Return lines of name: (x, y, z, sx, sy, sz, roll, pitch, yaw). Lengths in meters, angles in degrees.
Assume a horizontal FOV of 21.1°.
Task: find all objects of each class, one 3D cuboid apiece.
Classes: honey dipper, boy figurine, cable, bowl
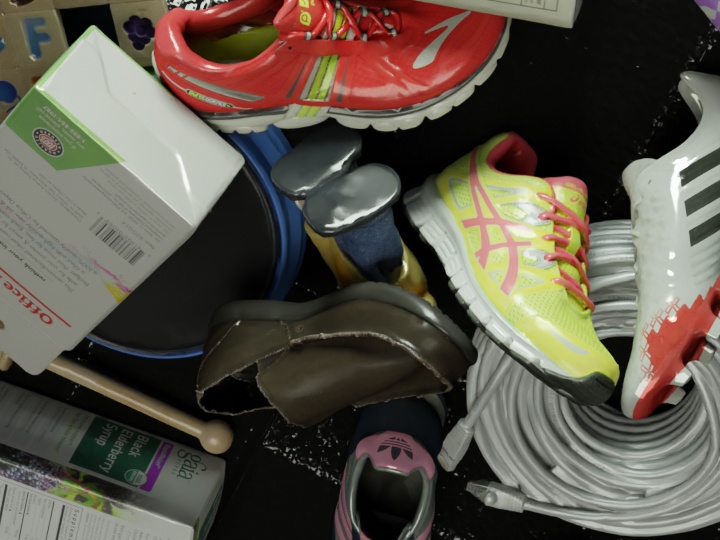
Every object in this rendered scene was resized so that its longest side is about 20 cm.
honey dipper: (-0.174, 0.071, 1.259, 0.199, 0.038, 0.038, 25, 123, -6)
boy figurine: (0.000, 0.000, 1.129, 0.064, 0.124, 0.201, -32, 147, -13)
cable: (0.162, 0.068, 1.146, 0.198, 0.069, 0.201, 19, 121, 3)
bowl: (-0.131, -0.034, 1.180, 0.198, 0.039, 0.202, 6, 121, 11)

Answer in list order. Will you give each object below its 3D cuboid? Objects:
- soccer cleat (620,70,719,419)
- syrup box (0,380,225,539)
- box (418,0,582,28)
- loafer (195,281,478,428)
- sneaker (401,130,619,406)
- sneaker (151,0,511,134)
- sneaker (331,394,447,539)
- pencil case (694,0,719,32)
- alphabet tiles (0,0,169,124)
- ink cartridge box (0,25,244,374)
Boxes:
soccer cleat: (0.171, -0.016, 1.045, 0.085, 0.201, 0.069, 24, 168, 12)
syrup box: (-0.197, 0.143, 1.278, 0.198, 0.079, 0.082, 18, 122, 4)
box: (0.027, -0.199, 1.017, 0.198, 0.078, 0.096, 12, 122, 7)
loafer: (-0.018, 0.058, 1.080, 0.199, 0.072, 0.073, -7, 139, 47)
sneaker: (0.095, -0.010, 1.057, 0.090, 0.201, 0.078, -42, 135, 10)
sneaker: (-0.018, -0.123, 1.042, 0.198, 0.078, 0.085, -10, 149, 9)
sneaker: (0.011, 0.166, 1.234, 0.069, 0.082, 0.202, 8, 125, 7)
pencil case: (0.221, -0.147, 0.992, 0.200, 0.084, 0.085, 45, 152, -14)
alphabet tiles: (-0.195, -0.104, 1.129, 0.198, 0.008, 0.169, -2, 119, 17)
ink cartridge box: (-0.170, -0.034, 1.105, 0.117, 0.068, 0.200, 41, 135, -10)
